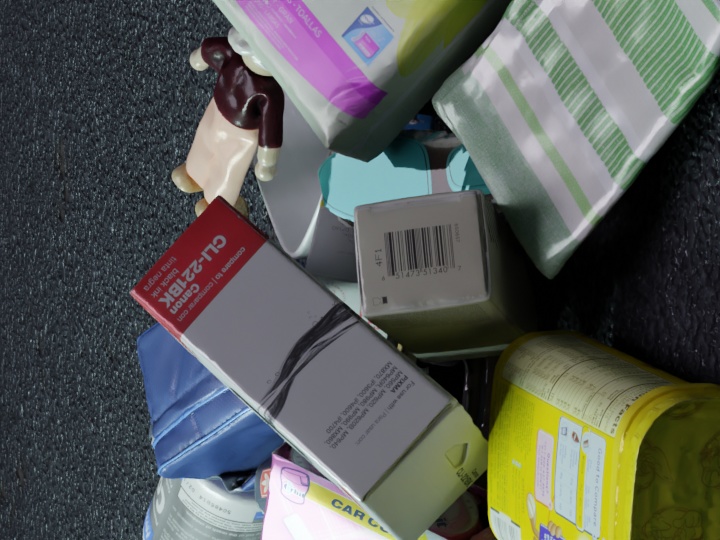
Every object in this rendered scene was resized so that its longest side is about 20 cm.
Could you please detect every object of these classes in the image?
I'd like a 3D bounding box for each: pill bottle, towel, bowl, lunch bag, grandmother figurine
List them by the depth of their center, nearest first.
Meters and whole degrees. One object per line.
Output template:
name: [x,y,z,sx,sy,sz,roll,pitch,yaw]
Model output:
towel: [0.128,-0.119,1.356,0.200,0.023,0.153,-52,50,30]
bowl: [-0.022,-0.130,1.757,0.200,0.074,0.200,113,148,-44]
grandmother figurine: [-0.088,-0.125,1.761,0.121,0.061,0.200,48,141,17]
lunch bag: [-0.081,0.092,1.806,0.200,0.136,0.133,-40,54,48]
pill bottle: [-0.118,0.201,1.969,0.200,0.113,0.114,114,147,-47]

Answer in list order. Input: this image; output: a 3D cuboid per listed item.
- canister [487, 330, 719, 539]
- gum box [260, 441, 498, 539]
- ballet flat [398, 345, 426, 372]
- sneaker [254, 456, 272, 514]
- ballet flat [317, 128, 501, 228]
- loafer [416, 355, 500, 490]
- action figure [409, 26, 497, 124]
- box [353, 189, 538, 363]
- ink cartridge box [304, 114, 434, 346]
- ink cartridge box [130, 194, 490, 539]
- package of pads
canister: [0.146,0.120,1.343,0.200,0.086,0.149,-153,62,-67]
gum box: [0.035,0.189,1.521,0.200,0.066,0.114,25,125,22]
ballet flat: [0.034,0.122,1.655,0.063,0.069,0.201,2,95,53]
sneaker: [-0.039,0.153,1.702,0.200,0.084,0.075,68,-153,-72]
ballet flat: [0.065,-0.054,1.476,0.200,0.072,0.072,-4,87,41]
loafer: [0.065,0.073,1.568,0.072,0.063,0.201,156,111,-68]
action figure: [0.040,-0.154,1.550,0.102,0.119,0.200,-41,44,4]
box: [0.055,0.007,1.444,0.200,0.082,0.069,43,-139,-75]
ink cartridge box: [0.000,0.000,1.592,0.115,0.068,0.200,95,-175,-49]
ink cartridge box: [-0.026,0.064,1.430,0.200,0.084,0.144,40,174,21]
package of pads: [0.015,-0.191,1.462,0.200,0.068,0.155,-46,62,16]
